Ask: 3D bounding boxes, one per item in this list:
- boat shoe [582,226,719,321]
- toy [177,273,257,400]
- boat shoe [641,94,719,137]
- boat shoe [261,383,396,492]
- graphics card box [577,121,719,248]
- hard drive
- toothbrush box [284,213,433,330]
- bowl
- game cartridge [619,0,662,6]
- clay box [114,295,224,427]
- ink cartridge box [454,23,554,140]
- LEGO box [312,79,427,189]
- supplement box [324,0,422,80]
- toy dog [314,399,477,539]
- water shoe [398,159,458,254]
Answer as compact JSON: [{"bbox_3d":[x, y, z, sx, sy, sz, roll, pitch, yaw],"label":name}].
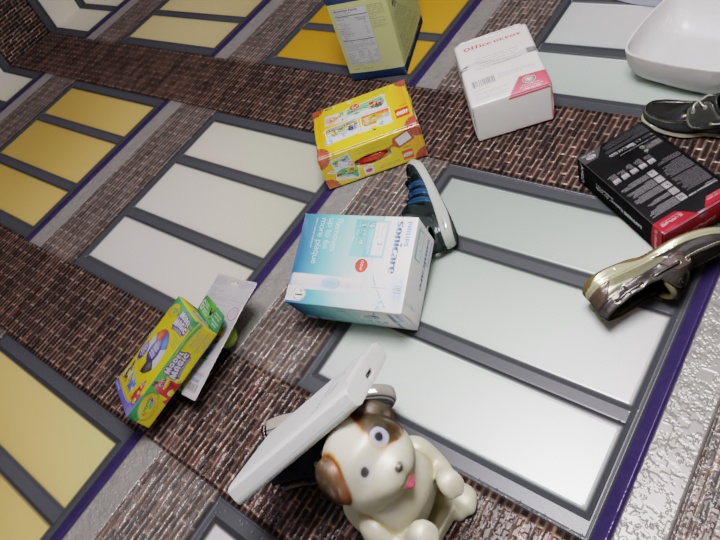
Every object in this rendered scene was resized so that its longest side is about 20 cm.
[{"bbox_3d":[0.393,0.009,0.839,0.197,0.073,0.066,-25,57,7],"label":"boat shoe"},{"bbox_3d":[-0.236,0.109,1.036,0.114,0.047,0.203,10,64,43],"label":"toy"},{"bbox_3d":[0.536,-0.245,0.986,0.197,0.068,0.072,17,62,35],"label":"boat shoe"},{"bbox_3d":[-0.037,0.225,0.847,0.197,0.075,0.094,-24,52,15],"label":"boat shoe"},{"bbox_3d":[0.428,-0.127,0.944,0.124,0.051,0.201,-29,48,-2],"label":"graphics card box"},{"bbox_3d":[-0.059,0.173,0.738,0.200,0.026,0.132,-44,1,22],"label":"hard drive"},{"bbox_3d":[0.000,0.000,0.977,0.196,0.085,0.150,6,72,26],"label":"toothbrush box"},{"bbox_3d":[0.568,-0.376,1.076,0.198,0.075,0.200,30,69,38],"label":"bowl"},{"bbox_3d":[0.591,-0.571,1.255,0.198,0.041,0.133,25,62,37],"label":"game cartridge"},{"bbox_3d":[-0.298,0.127,1.000,0.202,0.047,0.114,-55,34,-4],"label":"clay box"},{"bbox_3d":[0.260,-0.349,1.181,0.142,0.085,0.203,-14,50,12],"label":"ink cartridge box"},{"bbox_3d":[0.014,-0.260,1.218,0.196,0.078,0.151,-17,47,9],"label":"LEGO box"},{"bbox_3d":[0.034,-0.560,1.377,0.131,0.201,0.203,0,52,22],"label":"supplement box"},{"bbox_3d":[0.029,0.230,0.716,0.140,0.202,0.192,-45,49,-18],"label":"toy dog"},{"bbox_3d":[0.094,-0.108,1.061,0.078,0.072,0.202,-24,46,5],"label":"water shoe"}]
